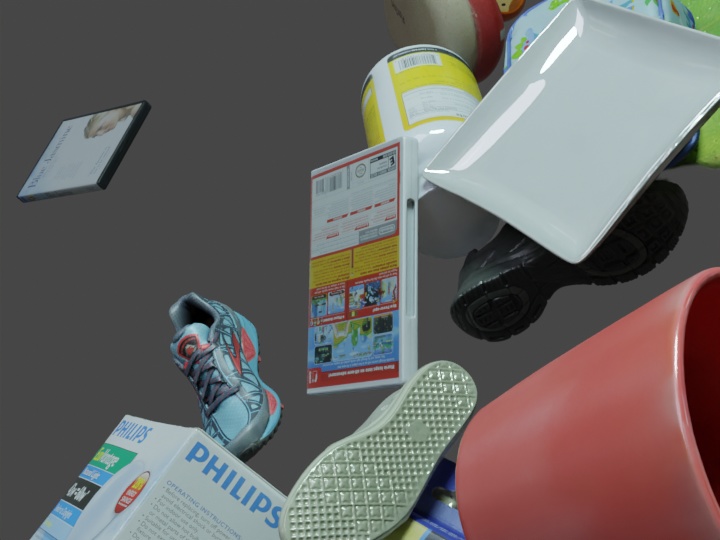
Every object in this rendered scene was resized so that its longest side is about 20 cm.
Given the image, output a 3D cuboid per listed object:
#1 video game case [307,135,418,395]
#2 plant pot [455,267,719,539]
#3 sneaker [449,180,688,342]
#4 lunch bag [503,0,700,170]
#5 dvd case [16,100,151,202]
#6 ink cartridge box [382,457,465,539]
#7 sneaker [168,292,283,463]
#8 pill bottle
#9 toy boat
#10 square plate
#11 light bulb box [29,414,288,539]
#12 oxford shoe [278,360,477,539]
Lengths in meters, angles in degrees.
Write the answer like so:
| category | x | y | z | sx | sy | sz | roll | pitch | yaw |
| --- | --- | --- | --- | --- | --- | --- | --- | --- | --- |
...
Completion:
| category | x | y | z | sx | sy | sz | roll | pitch | yaw |
| --- | --- | --- | --- | --- | --- | --- | --- | --- | --- |
| video game case | 0.000 | 0.000 | 1.015 | 0.143 | 0.017 | 0.200 | -14 | 72 | 54 |
| plant pot | 0.165 | 0.119 | 0.701 | 0.177 | 0.200 | 0.201 | -28 | 38 | 40 |
| sneaker | 0.155 | -0.025 | 0.940 | 0.200 | 0.076 | 0.091 | -25 | 33 | 22 |
| lunch bag | 0.196 | -0.157 | 1.015 | 0.161 | 0.082 | 0.200 | -20 | 43 | 29 |
| dvd case | -0.378 | -0.161 | 1.658 | 0.200 | 0.018 | 0.143 | -4 | 53 | 44 |
| ink cartridge box | 0.018 | 0.218 | 0.861 | 0.197 | 0.047 | 0.200 | 17 | 70 | 52 |
| sneaker | -0.136 | 0.094 | 1.093 | 0.079 | 0.096 | 0.200 | -40 | 36 | 9 |
| pill bottle | 0.064 | -0.104 | 1.072 | 0.112 | 0.112 | 0.200 | -32 | 38 | 19 |
| toy boat | 0.102 | -0.264 | 1.205 | 0.130 | 0.131 | 0.200 | -13 | 33 | -8 |
| square plate | 0.166 | -0.109 | 0.909 | 0.198 | 0.028 | 0.200 | -49 | 39 | -3 |
| light bulb box | -0.166 | 0.226 | 0.917 | 0.200 | 0.125 | 0.198 | -54 | 19 | -19 |
| oxford shoe | 0.013 | 0.142 | 0.879 | 0.200 | 0.075 | 0.058 | -43 | -3 | -37 |
